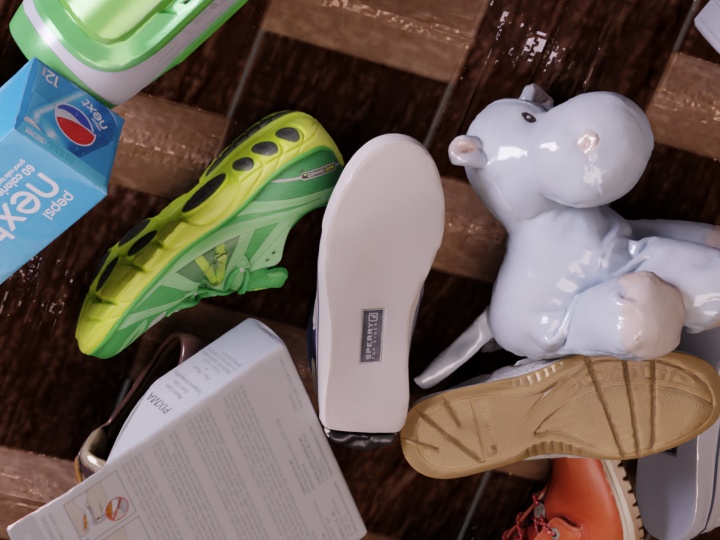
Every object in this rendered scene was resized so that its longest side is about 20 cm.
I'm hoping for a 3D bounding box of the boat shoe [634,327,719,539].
[{"bbox_3d":[0.222,0.075,1.734,0.065,0.074,0.200,-8,116,-42],"label":"boat shoe"}]

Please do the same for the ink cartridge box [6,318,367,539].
[{"bbox_3d":[-0.108,0.147,1.624,0.200,0.047,0.160,-33,126,-16],"label":"ink cartridge box"}]

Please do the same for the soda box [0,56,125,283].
[{"bbox_3d":[-0.223,-0.032,1.536,0.068,0.064,0.200,35,129,-24],"label":"soda box"}]

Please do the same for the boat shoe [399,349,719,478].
[{"bbox_3d":[0.121,0.081,1.669,0.200,0.069,0.071,-7,99,-1],"label":"boat shoe"}]

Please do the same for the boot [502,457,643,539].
[{"bbox_3d":[0.129,0.172,1.752,0.107,0.075,0.200,-9,118,-2],"label":"boot"}]

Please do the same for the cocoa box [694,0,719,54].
[{"bbox_3d":[0.327,-0.126,1.613,0.200,0.133,0.131,33,104,-24],"label":"cocoa box"}]

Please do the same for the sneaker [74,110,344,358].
[{"bbox_3d":[-0.087,-0.007,1.615,0.200,0.074,0.084,-39,113,8],"label":"sneaker"}]

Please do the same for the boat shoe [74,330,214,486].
[{"bbox_3d":[-0.148,0.121,1.655,0.200,0.072,0.072,-52,139,10],"label":"boat shoe"}]

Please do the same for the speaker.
[{"bbox_3d":[-0.101,-0.179,1.523,0.200,0.088,0.088,-42,117,9],"label":"speaker"}]

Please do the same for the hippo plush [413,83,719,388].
[{"bbox_3d":[0.133,-0.036,1.634,0.200,0.159,0.161,-8,103,40],"label":"hippo plush"}]

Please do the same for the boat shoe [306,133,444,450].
[{"bbox_3d":[0.000,0.000,1.627,0.075,0.093,0.200,4,114,-15],"label":"boat shoe"}]
